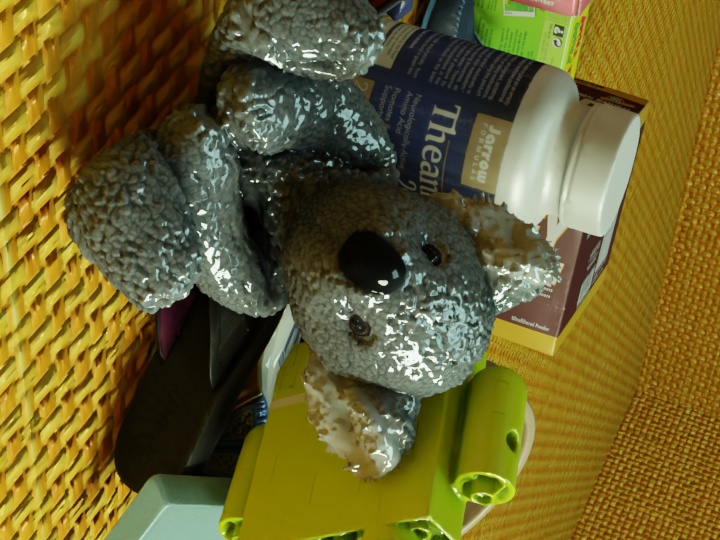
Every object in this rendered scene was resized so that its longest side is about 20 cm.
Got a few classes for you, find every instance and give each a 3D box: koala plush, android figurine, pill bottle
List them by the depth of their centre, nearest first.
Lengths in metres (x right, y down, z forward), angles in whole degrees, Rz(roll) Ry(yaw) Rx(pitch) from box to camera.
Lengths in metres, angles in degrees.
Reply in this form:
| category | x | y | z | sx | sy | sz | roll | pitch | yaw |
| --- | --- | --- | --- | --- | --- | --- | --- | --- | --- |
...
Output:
| category | x | y | z | sx | sy | sz | roll | pitch | yaw |
| --- | --- | --- | --- | --- | --- | --- | --- | --- | --- |
| koala plush | -0.012 | -0.016 | 0.745 | 0.178 | 0.199 | 0.184 | -51 | 177 | -7 |
| android figurine | 0.004 | 0.091 | 0.794 | 0.041 | 0.180 | 0.202 | 47 | 39 | -35 |
| pill bottle | 0.078 | -0.091 | 1.010 | 0.111 | 0.198 | 0.112 | 18 | 90 | -73 |

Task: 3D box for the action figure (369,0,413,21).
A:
| category | x | y | z | sx | sy | sz | roll | pitch | yaw |
| --- | --- | --- | --- | --- | --- | --- | --- | --- | --- |
| action figure | 0.022 | -0.205 | 0.829 | 0.199 | 0.105 | 0.193 | -36 | -179 | -11 |

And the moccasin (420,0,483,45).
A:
| category | x | y | z | sx | sy | sz | roll | pitch | yaw |
| --- | --- | --- | --- | --- | --- | --- | --- | --- | --- |
| moccasin | 0.080 | -0.140 | 1.198 | 0.202 | 0.067 | 0.081 | 91 | 24 | -46 |

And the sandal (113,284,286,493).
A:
| category | x | y | z | sx | sy | sz | roll | pitch | yaw |
| --- | --- | --- | --- | --- | --- | --- | --- | --- | --- |
| sandal | -0.086 | 0.027 | 0.841 | 0.048 | 0.075 | 0.203 | 28 | 80 | -52 |

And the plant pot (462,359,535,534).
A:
| category | x | y | z | sx | sy | sz | roll | pitch | yaw |
| --- | --- | --- | --- | --- | --- | --- | --- | --- | --- |
| plant pot | 0.006 | 0.109 | 0.978 | 0.199 | 0.093 | 0.202 | -20 | 142 | -16 |

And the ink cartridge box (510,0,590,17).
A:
| category | x | y | z | sx | sy | sz | roll | pitch | yaw |
| --- | --- | --- | --- | --- | --- | --- | --- | --- | --- |
| ink cartridge box | 0.093 | -0.278 | 0.954 | 0.083 | 0.145 | 0.202 | -57 | 158 | -43 |

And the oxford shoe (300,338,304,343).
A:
| category | x | y | z | sx | sy | sz | roll | pitch | yaw |
| --- | --- | --- | --- | --- | --- | --- | --- | --- | --- |
| oxford shoe | -0.025 | 0.042 | 1.034 | 0.201 | 0.070 | 0.073 | 91 | 22 | -58 |

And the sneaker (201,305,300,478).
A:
| category | x | y | z | sx | sy | sz | roll | pitch | yaw |
| --- | --- | --- | --- | --- | --- | --- | --- | --- | --- |
| sneaker | -0.070 | 0.068 | 0.922 | 0.088 | 0.074 | 0.203 | 12 | 97 | -74 |

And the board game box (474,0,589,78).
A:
| category | x | y | z | sx | sy | sz | roll | pitch | yaw |
| --- | --- | --- | --- | --- | --- | --- | --- | --- | --- |
| board game box | 0.126 | -0.187 | 1.240 | 0.048 | 0.100 | 0.202 | -46 | 150 | -54 |

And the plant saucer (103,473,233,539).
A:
| category | x | y | z | sx | sy | sz | roll | pitch | yaw |
| --- | --- | --- | --- | --- | --- | --- | --- | --- | --- |
| plant saucer | -0.056 | 0.150 | 0.885 | 0.198 | 0.019 | 0.070 | 12 | 125 | -43 |

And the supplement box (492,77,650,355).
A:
| category | x | y | z | sx | sy | sz | roll | pitch | yaw |
| --- | --- | --- | --- | --- | --- | --- | --- | --- | --- |
| supplement box | 0.171 | -0.064 | 1.466 | 0.197 | 0.131 | 0.202 | -43 | 147 | -58 |
